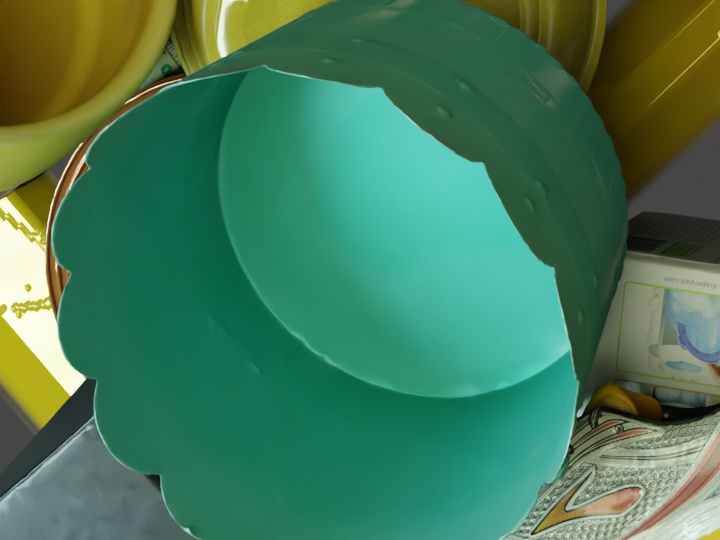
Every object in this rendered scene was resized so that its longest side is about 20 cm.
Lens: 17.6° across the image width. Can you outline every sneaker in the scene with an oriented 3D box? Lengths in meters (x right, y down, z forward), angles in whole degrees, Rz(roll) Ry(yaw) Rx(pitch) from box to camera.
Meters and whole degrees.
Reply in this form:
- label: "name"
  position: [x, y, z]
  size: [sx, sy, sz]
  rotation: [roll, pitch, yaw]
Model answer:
- label: "sneaker"
  position: [0.095, 0.088, 0.898]
  size: [0.199, 0.078, 0.083]
  rotation: [-25, 86, 14]

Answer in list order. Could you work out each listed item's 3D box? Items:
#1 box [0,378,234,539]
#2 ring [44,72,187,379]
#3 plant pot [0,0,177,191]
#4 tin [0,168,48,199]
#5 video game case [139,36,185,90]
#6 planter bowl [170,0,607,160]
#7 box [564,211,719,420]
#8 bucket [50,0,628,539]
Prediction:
- label: "box"
  position: [-0.048, 0.123, 0.988]
  size: [0.198, 0.200, 0.123]
  rotation: [46, 115, -5]
- label: "ring"
  position: [-0.054, 0.006, 1.067]
  size: [0.199, 0.019, 0.202]
  rotation: [5, 112, 13]
- label: "plant pot"
  position: [-0.205, -0.107, 0.976]
  size: [0.201, 0.200, 0.189]
  rotation: [57, 141, 2]
- label: "tin"
  position: [-0.160, -0.113, 1.074]
  size: [0.112, 0.042, 0.200]
  rotation: [50, 125, 1]
- label: "video game case"
  position: [-0.043, -0.148, 1.048]
  size: [0.182, 0.022, 0.200]
  rotation: [-38, 87, 23]
- label: "planter bowl"
  position: [-0.004, -0.105, 0.950]
  size: [0.199, 0.083, 0.202]
  rotation: [7, 114, 15]
- label: "box"
  position: [0.143, 0.086, 0.974]
  size: [0.101, 0.112, 0.201]
  rotation: [9, 102, 20]
- label: "bucket"
  position: [0.000, 0.000, 0.867]
  size: [0.206, 0.135, 0.208]
  rotation: [8, 115, 18]
